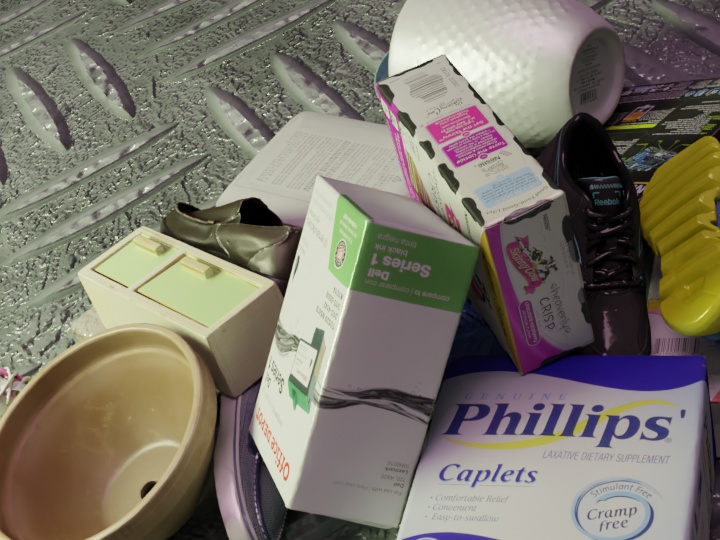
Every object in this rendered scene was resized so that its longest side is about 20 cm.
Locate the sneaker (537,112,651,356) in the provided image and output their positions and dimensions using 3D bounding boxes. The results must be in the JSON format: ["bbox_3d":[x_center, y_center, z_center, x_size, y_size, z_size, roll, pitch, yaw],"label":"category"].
[{"bbox_3d":[0.165,-0.019,1.001,0.075,0.079,0.201,-7,66,-8],"label":"sneaker"}]

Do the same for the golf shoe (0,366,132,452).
[{"bbox_3d":[-0.273,0.118,1.150,0.199,0.092,0.075,-14,38,7],"label":"golf shoe"}]

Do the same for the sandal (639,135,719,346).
[{"bbox_3d":[0.253,-0.014,0.998,0.079,0.087,0.201,-36,31,36],"label":"sandal"}]

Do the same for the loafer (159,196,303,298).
[{"bbox_3d":[-0.098,-0.028,1.200,0.200,0.073,0.072,24,94,46],"label":"loafer"}]

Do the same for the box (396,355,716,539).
[{"bbox_3d":[0.131,0.159,0.914,0.183,0.105,0.200,-1,41,20],"label":"box"}]

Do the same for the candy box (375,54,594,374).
[{"bbox_3d":[0.084,-0.043,0.978,0.061,0.137,0.200,-24,39,-6],"label":"candy box"}]

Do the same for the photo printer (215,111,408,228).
[{"bbox_3d":[-0.011,-0.066,1.275,0.199,0.070,0.167,13,49,32],"label":"photo printer"}]

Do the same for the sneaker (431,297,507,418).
[{"bbox_3d":[0.071,0.040,1.089,0.199,0.112,0.077,-29,40,-12],"label":"sneaker"}]

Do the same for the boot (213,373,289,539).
[{"bbox_3d":[-0.057,0.133,1.061,0.090,0.073,0.200,-19,39,9],"label":"boot"}]

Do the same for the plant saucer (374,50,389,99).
[{"bbox_3d":[0.113,-0.201,1.415,0.199,0.027,0.201,-10,41,9],"label":"plant saucer"}]

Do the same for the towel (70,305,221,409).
[{"bbox_3d":[-0.157,0.052,1.225,0.132,0.035,0.200,-38,43,-23],"label":"towel"}]

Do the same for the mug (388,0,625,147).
[{"bbox_3d":[0.154,-0.183,1.255,0.175,0.148,0.200,16,15,41],"label":"mug"}]

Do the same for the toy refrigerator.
[{"bbox_3d":[-0.145,0.027,1.150,0.076,0.070,0.200,-38,35,-25],"label":"toy refrigerator"}]

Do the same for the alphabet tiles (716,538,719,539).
[{"bbox_3d":[0.176,0.242,0.892,0.195,0.015,0.200,-17,40,1],"label":"alphabet tiles"}]

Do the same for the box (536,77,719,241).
[{"bbox_3d":[0.235,-0.095,1.180,0.193,0.048,0.200,-42,22,-24],"label":"box"}]

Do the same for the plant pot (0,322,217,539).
[{"bbox_3d":[-0.182,0.146,1.064,0.200,0.093,0.201,-19,45,20],"label":"plant pot"}]

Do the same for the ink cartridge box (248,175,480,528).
[{"bbox_3d":[-0.003,0.053,0.953,0.084,0.201,0.146,13,11,-18],"label":"ink cartridge box"}]

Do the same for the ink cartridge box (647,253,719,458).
[{"bbox_3d":[0.274,0.043,1.042,0.116,0.068,0.200,0,44,21],"label":"ink cartridge box"}]
